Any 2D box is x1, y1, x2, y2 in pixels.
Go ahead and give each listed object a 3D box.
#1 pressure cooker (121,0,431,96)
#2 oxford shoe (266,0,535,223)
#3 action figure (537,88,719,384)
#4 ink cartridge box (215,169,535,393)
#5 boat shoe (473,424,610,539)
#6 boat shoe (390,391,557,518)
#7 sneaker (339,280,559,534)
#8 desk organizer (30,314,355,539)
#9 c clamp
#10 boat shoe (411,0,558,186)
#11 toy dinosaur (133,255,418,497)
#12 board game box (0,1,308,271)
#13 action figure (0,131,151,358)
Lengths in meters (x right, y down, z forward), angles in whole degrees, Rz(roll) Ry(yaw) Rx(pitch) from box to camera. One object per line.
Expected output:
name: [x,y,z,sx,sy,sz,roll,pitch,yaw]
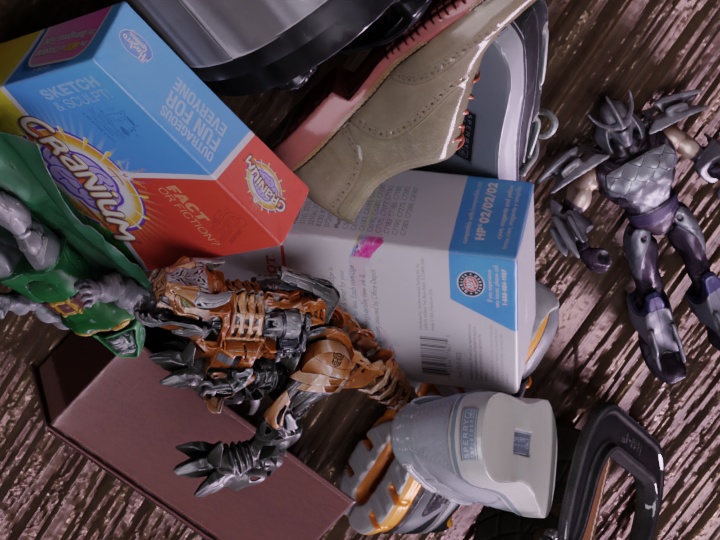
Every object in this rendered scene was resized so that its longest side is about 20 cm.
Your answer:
pressure cooker: [-0.057,-0.188,1.117,0.178,0.176,0.200,-36,118,10]
oxford shoe: [0.040,-0.105,1.177,0.200,0.071,0.075,-38,106,25]
action figure: [0.186,-0.026,1.341,0.129,0.070,0.201,-22,120,5]
ink cartridge box: [0.000,0.000,1.268,0.198,0.068,0.116,7,136,11]
boat shoe: [0.116,0.202,1.439,0.074,0.075,0.201,23,91,-43]
boat shoe: [0.069,0.105,1.287,0.071,0.071,0.201,2,169,19]
sneaker: [0.067,0.089,1.379,0.077,0.078,0.200,19,117,-38]
desk organizer: [-0.101,0.104,1.339,0.077,0.072,0.200,-45,120,10]
c clamp: [0.152,0.173,1.390,0.200,0.027,0.172,26,73,-62]
boat shoe: [0.074,-0.084,1.275,0.068,0.073,0.200,-41,147,-36]
toy dinosaur: [-0.046,0.056,1.218,0.199,0.103,0.136,35,122,-21]
board game box: [-0.148,-0.062,1.174,0.199,0.041,0.153,-10,135,45]
action figure: [-0.170,-0.001,1.174,0.117,0.055,0.200,-9,152,25]
